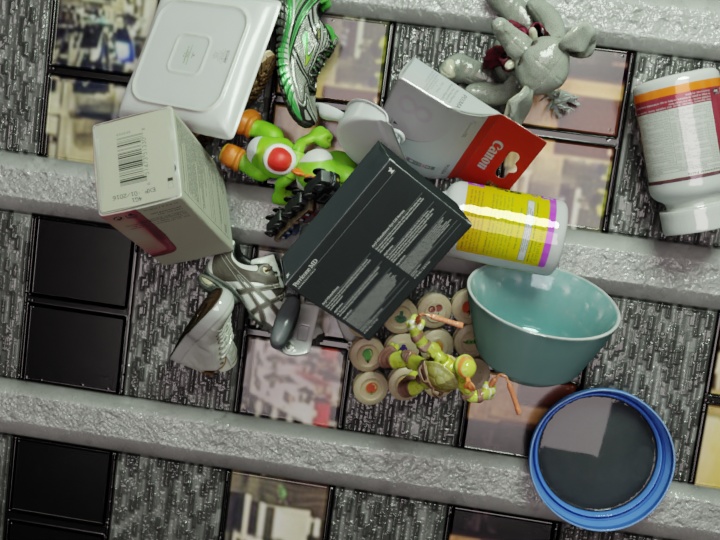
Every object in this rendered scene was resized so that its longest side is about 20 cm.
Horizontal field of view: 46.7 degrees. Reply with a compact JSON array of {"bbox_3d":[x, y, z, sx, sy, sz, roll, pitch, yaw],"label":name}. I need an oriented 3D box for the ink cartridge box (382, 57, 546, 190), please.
[{"bbox_3d":[0.119,-0.166,1.089,0.200,0.163,0.057,37,63,3],"label":"ink cartridge box"}]

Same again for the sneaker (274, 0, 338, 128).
[{"bbox_3d":[-0.071,-0.292,1.123,0.085,0.078,0.202,-2,85,1],"label":"sneaker"}]

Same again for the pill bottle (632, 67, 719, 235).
[{"bbox_3d":[0.427,-0.153,1.089,0.109,0.110,0.201,-11,94,5],"label":"pill bottle"}]

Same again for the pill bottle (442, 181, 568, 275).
[{"bbox_3d":[0.170,-0.061,1.121,0.199,0.104,0.105,11,96,3],"label":"pill bottle"}]

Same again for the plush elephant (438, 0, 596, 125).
[{"bbox_3d":[0.211,-0.274,1.071,0.200,0.155,0.165,40,97,1],"label":"plush elephant"}]

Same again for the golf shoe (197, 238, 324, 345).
[{"bbox_3d":[-0.127,0.031,1.167,0.199,0.078,0.095,30,97,0],"label":"golf shoe"}]

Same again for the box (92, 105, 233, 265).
[{"bbox_3d":[-0.253,-0.103,1.089,0.108,0.200,0.129,-13,70,6],"label":"box"}]

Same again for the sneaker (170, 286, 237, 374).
[{"bbox_3d":[-0.194,0.088,1.143,0.084,0.200,0.073,31,56,-10],"label":"sneaker"}]

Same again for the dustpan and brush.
[{"bbox_3d":[-0.002,-0.185,1.106,0.199,0.140,0.057,21,65,35],"label":"dustpan and brush"}]

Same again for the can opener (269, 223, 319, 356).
[{"bbox_3d":[-0.075,0.023,1.127,0.052,0.067,0.201,12,59,1],"label":"can opener"}]

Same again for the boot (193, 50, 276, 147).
[{"bbox_3d":[-0.209,-0.255,1.145,0.200,0.075,0.108,-37,85,15],"label":"boot"}]

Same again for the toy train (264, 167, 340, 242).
[{"bbox_3d":[-0.078,-0.084,1.113,0.046,0.200,0.034,11,67,-26],"label":"toy train"}]

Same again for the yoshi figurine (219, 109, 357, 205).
[{"bbox_3d":[-0.085,-0.148,1.153,0.199,0.113,0.112,24,56,16],"label":"yoshi figurine"}]

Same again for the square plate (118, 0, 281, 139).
[{"bbox_3d":[-0.222,-0.285,1.113,0.197,0.028,0.201,14,81,26],"label":"square plate"}]

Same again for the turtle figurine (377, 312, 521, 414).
[{"bbox_3d":[0.103,0.135,1.074,0.200,0.161,0.065,43,60,-22],"label":"turtle figurine"}]

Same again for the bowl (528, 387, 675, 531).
[{"bbox_3d":[0.335,0.261,1.170,0.199,0.039,0.202,0,95,4],"label":"bowl"}]

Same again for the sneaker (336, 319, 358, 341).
[{"bbox_3d":[0.000,0.000,1.158,0.080,0.070,0.202,1,95,2],"label":"sneaker"}]

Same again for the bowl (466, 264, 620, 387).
[{"bbox_3d":[0.229,0.079,1.101,0.199,0.201,0.106,11,118,3],"label":"bowl"}]

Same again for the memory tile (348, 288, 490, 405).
[{"bbox_3d":[0.082,0.107,1.155,0.198,0.017,0.154,-7,105,-9],"label":"memory tile"}]

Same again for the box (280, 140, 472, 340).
[{"bbox_3d":[0.016,-0.035,1.036,0.141,0.079,0.200,35,105,-26],"label":"box"}]
